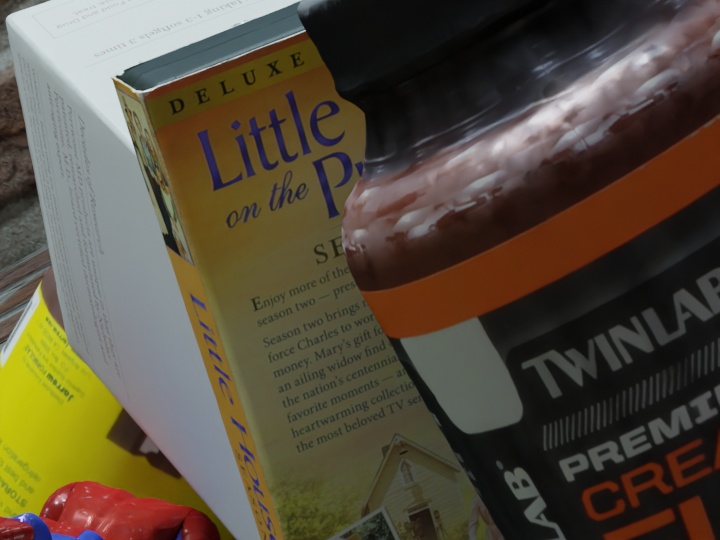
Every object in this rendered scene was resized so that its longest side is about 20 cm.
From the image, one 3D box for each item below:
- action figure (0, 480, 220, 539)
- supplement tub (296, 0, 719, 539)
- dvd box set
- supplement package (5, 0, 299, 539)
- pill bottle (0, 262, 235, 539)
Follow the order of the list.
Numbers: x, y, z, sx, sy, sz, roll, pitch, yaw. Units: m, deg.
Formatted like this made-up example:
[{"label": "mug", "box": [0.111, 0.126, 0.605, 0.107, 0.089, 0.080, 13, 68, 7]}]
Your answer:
[{"label": "action figure", "box": [-0.092, 0.105, 0.814, 0.065, 0.100, 0.200, 13, 3, 20]}, {"label": "supplement tub", "box": [0.065, 0.015, 0.616, 0.107, 0.201, 0.107, -31, 8, 5]}, {"label": "dvd box set", "box": [0.039, 0.024, 0.693, 0.146, 0.201, 0.029, -23, 19, -16]}, {"label": "supplement package", "box": [0.000, 0.000, 0.820, 0.116, 0.118, 0.200, -20, 35, -20]}, {"label": "pill bottle", "box": [-0.093, 0.093, 0.984, 0.201, 0.109, 0.109, -59, 1, 14]}]
